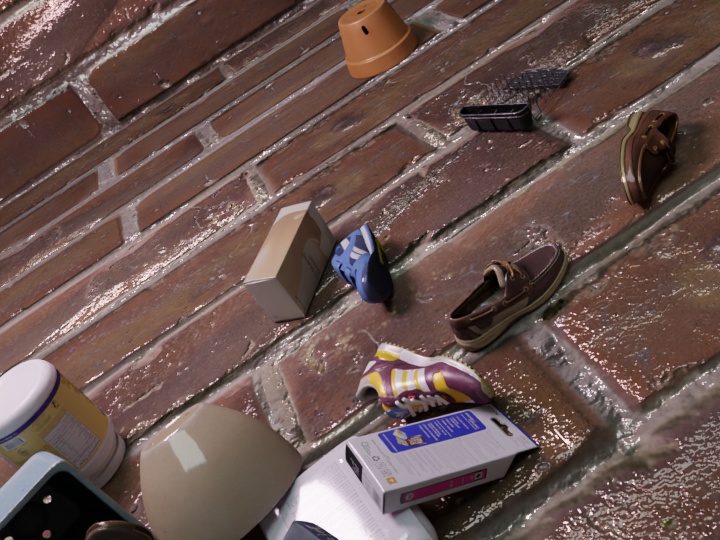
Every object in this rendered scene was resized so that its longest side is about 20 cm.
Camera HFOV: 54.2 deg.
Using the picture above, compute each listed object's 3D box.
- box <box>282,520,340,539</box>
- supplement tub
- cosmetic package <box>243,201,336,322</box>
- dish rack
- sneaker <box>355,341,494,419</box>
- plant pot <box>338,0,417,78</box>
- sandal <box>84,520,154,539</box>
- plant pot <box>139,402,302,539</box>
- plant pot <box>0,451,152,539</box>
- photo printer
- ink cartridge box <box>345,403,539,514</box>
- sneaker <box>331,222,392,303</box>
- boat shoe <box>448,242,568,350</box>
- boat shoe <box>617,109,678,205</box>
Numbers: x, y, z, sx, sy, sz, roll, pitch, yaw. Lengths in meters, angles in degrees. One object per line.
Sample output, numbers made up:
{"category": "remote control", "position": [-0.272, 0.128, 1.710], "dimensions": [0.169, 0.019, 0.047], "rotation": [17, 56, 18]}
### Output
{"category": "box", "position": [-0.045, 0.363, 0.656], "dimensions": [0.158, 0.051, 0.200], "rotation": [23, 79, 32]}
{"category": "supplement tub", "position": [-0.482, 0.252, 1.102], "dimensions": [0.145, 0.200, 0.145], "rotation": [-21, 36, 16]}
{"category": "cosmetic package", "position": [-0.120, -0.018, 1.240], "dimensions": [0.071, 0.105, 0.200], "rotation": [-11, 41, 29]}
{"category": "dish rack", "position": [0.302, -0.339, 1.350], "dimensions": [0.153, 0.055, 0.200], "rotation": [12, 53, 46]}
{"category": "sneaker", "position": [0.079, 0.156, 0.895], "dimensions": [0.200, 0.075, 0.090], "rotation": [6, 57, 52]}
{"category": "plant pot", "position": [0.031, -0.622, 1.855], "dimensions": [0.200, 0.140, 0.200], "rotation": [-22, 35, 17]}
{"category": "sandal", "position": [-0.291, 0.372, 0.829], "dimensions": [0.055, 0.082, 0.200], "rotation": [-120, 45, -55]}
{"category": "plant pot", "position": [-0.192, 0.244, 0.869], "dimensions": [0.200, 0.135, 0.200], "rotation": [-37, 7, 5]}
{"category": "plant pot", "position": [-0.423, 0.362, 0.938], "dimensions": [0.196, 0.196, 0.200], "rotation": [-49, 27, -23]}
{"category": "photo printer", "position": [-0.011, 0.298, 0.778], "dimensions": [0.166, 0.069, 0.200], "rotation": [-38, 34, -8]}
{"category": "ink cartridge box", "position": [0.092, 0.207, 0.796], "dimensions": [0.200, 0.037, 0.095], "rotation": [-11, 27, -23]}
{"category": "sneaker", "position": [0.000, 0.000, 1.152], "dimensions": [0.082, 0.074, 0.200], "rotation": [-27, 26, 11]}
{"category": "boat shoe", "position": [0.199, 0.021, 0.958], "dimensions": [0.200, 0.072, 0.072], "rotation": [-38, 34, -8]}
{"category": "boat shoe", "position": [0.421, -0.173, 1.025], "dimensions": [0.068, 0.072, 0.200], "rotation": [-7, 39, 36]}
